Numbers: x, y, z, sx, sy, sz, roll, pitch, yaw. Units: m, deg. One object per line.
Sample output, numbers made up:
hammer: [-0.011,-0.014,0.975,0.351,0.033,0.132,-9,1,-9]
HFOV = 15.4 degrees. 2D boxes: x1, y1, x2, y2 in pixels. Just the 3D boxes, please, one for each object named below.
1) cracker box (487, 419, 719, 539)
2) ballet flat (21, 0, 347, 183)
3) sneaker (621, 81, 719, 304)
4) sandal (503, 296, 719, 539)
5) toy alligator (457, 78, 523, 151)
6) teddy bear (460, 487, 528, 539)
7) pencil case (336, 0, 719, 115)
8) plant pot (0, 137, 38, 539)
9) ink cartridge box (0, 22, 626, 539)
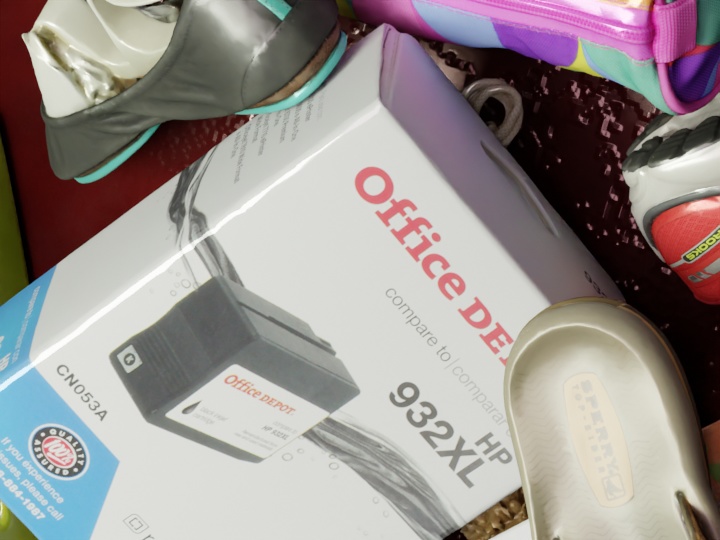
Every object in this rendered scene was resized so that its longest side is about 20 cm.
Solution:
cracker box: [0.082,0.150,0.907,0.200,0.058,0.134,-29,75,17]
ballet flat: [-0.077,-0.083,0.968,0.068,0.068,0.200,42,152,-20]
sneaker: [0.191,-0.042,0.902,0.200,0.077,0.085,-18,114,24]
sandal: [0.092,0.105,0.843,0.080,0.054,0.200,-22,84,20]
toy alligator: [0.000,0.000,0.994,0.059,0.054,0.200,32,112,-12]
teddy bear: [0.114,0.124,0.963,0.200,0.067,0.145,41,103,21]
pencil case: [0.040,-0.113,0.930,0.200,0.088,0.089,15,104,29]
plant pot: [-0.255,0.050,1.049,0.199,0.181,0.200,-7,96,25]
ink cartridge box: [-0.024,0.034,0.934,0.200,0.084,0.145,-36,108,17]
